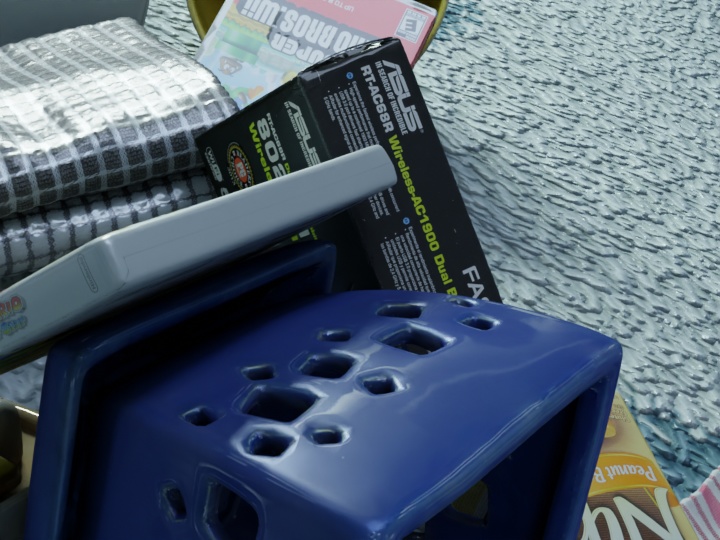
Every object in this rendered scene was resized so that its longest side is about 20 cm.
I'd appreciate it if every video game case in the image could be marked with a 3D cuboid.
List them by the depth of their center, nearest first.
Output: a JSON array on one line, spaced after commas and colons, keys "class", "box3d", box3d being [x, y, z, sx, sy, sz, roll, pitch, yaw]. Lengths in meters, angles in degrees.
[{"class": "video game case", "box3d": [-0.102, 0.007, 0.662, 0.200, 0.181, 0.023, -26, 90, -57]}, {"class": "video game case", "box3d": [-0.047, -0.129, 1.103, 0.142, 0.017, 0.201, 23, 65, 5]}]

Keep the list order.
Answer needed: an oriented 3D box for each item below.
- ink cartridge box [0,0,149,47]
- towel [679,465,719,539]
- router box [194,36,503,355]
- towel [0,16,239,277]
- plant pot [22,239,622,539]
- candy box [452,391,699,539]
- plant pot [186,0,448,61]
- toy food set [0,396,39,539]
[{"class": "ink cartridge box", "box3d": [-0.217, -0.211, 1.098, 0.144, 0.088, 0.200, 13, 26, -10]}, {"class": "towel", "box3d": [0.263, 0.157, 0.915, 0.146, 0.030, 0.200, 34, 32, 22]}, {"class": "router box", "box3d": [0.000, 0.000, 0.796, 0.062, 0.150, 0.201, -23, 93, -26]}, {"class": "towel", "box3d": [-0.174, -0.083, 0.914, 0.165, 0.086, 0.200, -19, 34, -23]}, {"class": "plant pot", "box3d": [-0.028, 0.108, 0.655, 0.179, 0.201, 0.200, 26, 30, 26]}, {"class": "candy box", "box3d": [0.111, 0.137, 0.826, 0.115, 0.056, 0.200, 8, 31, -20]}, {"class": "plant pot", "box3d": [-0.028, -0.216, 1.227, 0.199, 0.201, 0.142, 22, -2, 4]}, {"class": "toy food set", "box3d": [-0.209, 0.064, 0.713, 0.199, 0.061, 0.143, 17, 25, 24]}]
